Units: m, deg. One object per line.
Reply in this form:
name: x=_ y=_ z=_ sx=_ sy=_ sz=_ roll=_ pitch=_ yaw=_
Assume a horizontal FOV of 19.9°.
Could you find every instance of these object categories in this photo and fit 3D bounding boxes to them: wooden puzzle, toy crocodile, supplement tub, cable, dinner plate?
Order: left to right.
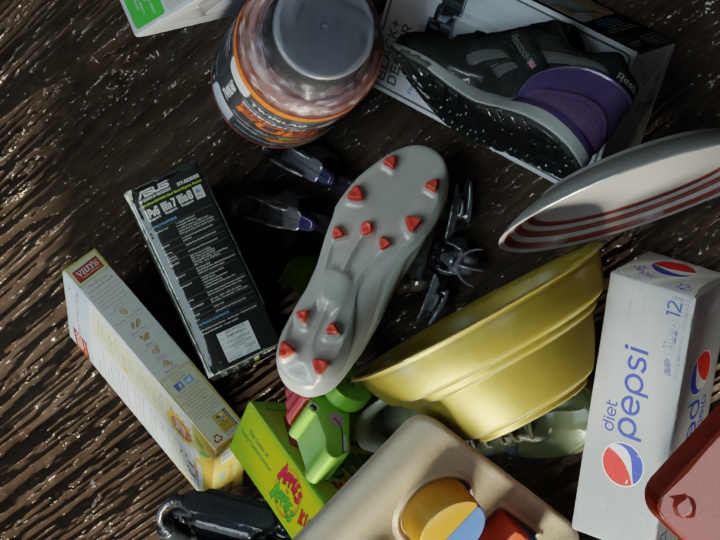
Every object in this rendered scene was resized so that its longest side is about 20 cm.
cable: x=-0.059 y=0.228 z=1.621 sx=0.199 sy=0.163 sz=0.051 roll=11 pitch=68 yaw=16
supplement tub: x=-0.044 y=-0.151 z=1.450 sx=0.200 sy=0.107 sz=0.107 roll=152 pitch=95 yaw=-78
toy crocodile: x=-0.031 y=0.071 z=1.556 sx=0.068 sy=0.061 sz=0.201 roll=-51 pitch=28 yaw=44
wooden puzzle: x=0.045 y=0.216 z=1.434 sx=0.185 sy=0.200 sz=0.046 roll=-46 pitch=39 yaw=5
dinner plate: x=0.181 y=-0.056 z=1.329 sx=0.200 sy=0.200 sz=0.024 roll=-28 pitch=74 yaw=38

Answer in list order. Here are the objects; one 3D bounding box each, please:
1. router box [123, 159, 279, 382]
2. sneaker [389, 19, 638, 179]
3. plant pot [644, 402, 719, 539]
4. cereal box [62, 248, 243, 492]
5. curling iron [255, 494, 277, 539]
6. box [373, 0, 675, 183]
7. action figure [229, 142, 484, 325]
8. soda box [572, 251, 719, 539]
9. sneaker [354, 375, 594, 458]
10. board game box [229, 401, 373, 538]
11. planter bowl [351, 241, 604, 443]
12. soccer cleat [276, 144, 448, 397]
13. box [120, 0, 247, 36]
router box: x=-0.118 y=0.005 z=1.576 sx=0.062 sy=0.200 sz=0.150 roll=-26 pitch=88 yaw=-4
sneaker: x=0.107 y=-0.130 z=1.378 sx=0.200 sy=0.088 sz=0.076 roll=32 pitch=165 yaw=45
plant pot: x=0.293 y=0.139 z=1.278 sx=0.200 sy=0.176 sz=0.200 roll=45 pitch=103 yaw=17
cereal box: x=-0.169 y=0.089 z=1.685 sx=0.200 sy=0.039 sz=0.144 roll=49 pitch=161 yaw=14
curling iron: x=-0.014 y=0.190 z=1.649 sx=0.199 sy=0.026 sz=0.050 roll=-16 pitch=104 yaw=39
box: x=0.108 y=-0.146 z=1.442 sx=0.200 sy=0.060 sz=0.117 roll=32 pitch=120 yaw=26
action figure: x=0.006 y=-0.034 z=1.543 sx=0.199 sy=0.069 sz=0.131 roll=24 pitch=99 yaw=24
soda box: x=0.203 y=0.093 z=1.439 sx=0.068 sy=0.063 sz=0.201 roll=18 pitch=113 yaw=30
sneaker: x=0.084 y=0.115 z=1.516 sx=0.199 sy=0.090 sz=0.067 roll=-1 pitch=103 yaw=37
board game box: x=-0.008 y=0.177 z=1.548 sx=0.200 sy=0.101 sz=0.048 roll=50 pitch=125 yaw=44
planter bowl: x=0.100 y=0.063 z=1.424 sx=0.200 sy=0.200 sz=0.084 roll=-29 pitch=91 yaw=38
soccer cleat: x=0.000 y=0.000 z=1.484 sx=0.069 sy=0.078 sz=0.201 roll=29 pitch=83 yaw=13
box: x=-0.057 y=-0.255 z=1.444 sx=0.176 sy=0.200 sz=0.097 roll=-24 pitch=90 yaw=37
